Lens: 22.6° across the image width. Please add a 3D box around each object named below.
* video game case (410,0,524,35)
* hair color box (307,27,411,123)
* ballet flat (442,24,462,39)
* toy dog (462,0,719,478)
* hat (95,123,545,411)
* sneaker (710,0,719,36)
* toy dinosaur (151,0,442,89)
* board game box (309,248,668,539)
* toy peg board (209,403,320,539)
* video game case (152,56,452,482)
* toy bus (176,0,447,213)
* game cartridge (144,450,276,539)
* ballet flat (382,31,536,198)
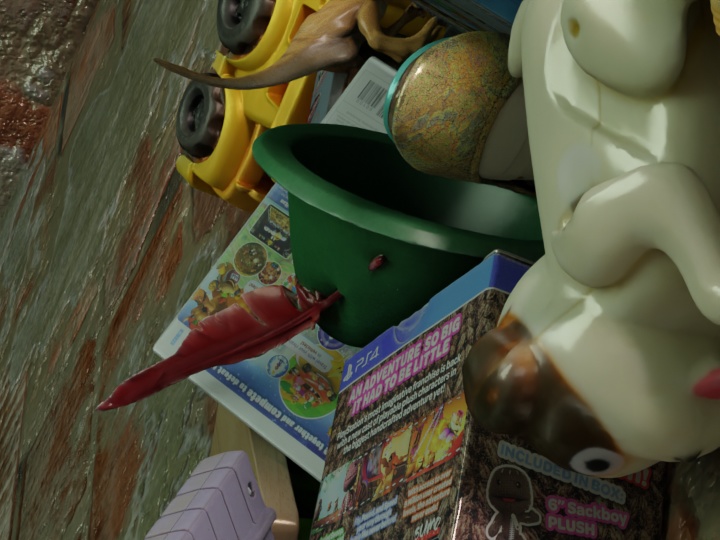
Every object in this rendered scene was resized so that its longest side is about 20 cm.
[{"bbox_3d":[0.080,-0.113,0.866,0.018,0.142,0.200,-60,19,4],"label":"video game case"},{"bbox_3d":[0.013,-0.039,1.046,0.061,0.098,0.201,123,160,-58],"label":"hair color box"},{"bbox_3d":[0.081,-0.129,1.016,0.068,0.068,0.201,-30,42,45],"label":"ballet flat"},{"bbox_3d":[0.105,-0.021,0.678,0.193,0.139,0.202,17,99,41],"label":"toy dog"},{"bbox_3d":[0.001,0.034,0.889,0.200,0.165,0.177,37,116,50],"label":"hat"},{"bbox_3d":[0.171,-0.050,0.553,0.088,0.075,0.201,4,116,65],"label":"sneaker"},{"bbox_3d":[-0.017,-0.127,1.024,0.200,0.106,0.061,-47,-24,-39],"label":"toy dinosaur"},{"bbox_3d":[0.048,0.120,0.785,0.159,0.096,0.201,-38,36,58],"label":"board game box"},{"bbox_3d":[-0.033,0.173,1.013,0.200,0.097,0.201,-109,27,-63],"label":"toy peg board"},{"bbox_3d":[0.000,0.000,0.949,0.201,0.143,0.018,-53,-28,-5],"label":"video game case"},{"bbox_3d":[-0.020,-0.104,1.210,0.201,0.135,0.192,-65,34,20],"label":"toy bus"},{"bbox_3d":[-0.049,0.200,0.834,0.130,0.038,0.201,-62,-45,-68],"label":"game cartridge"},{"bbox_3d":[0.076,-0.063,0.815,0.200,0.070,0.071,6,-72,-67],"label":"ballet flat"}]
